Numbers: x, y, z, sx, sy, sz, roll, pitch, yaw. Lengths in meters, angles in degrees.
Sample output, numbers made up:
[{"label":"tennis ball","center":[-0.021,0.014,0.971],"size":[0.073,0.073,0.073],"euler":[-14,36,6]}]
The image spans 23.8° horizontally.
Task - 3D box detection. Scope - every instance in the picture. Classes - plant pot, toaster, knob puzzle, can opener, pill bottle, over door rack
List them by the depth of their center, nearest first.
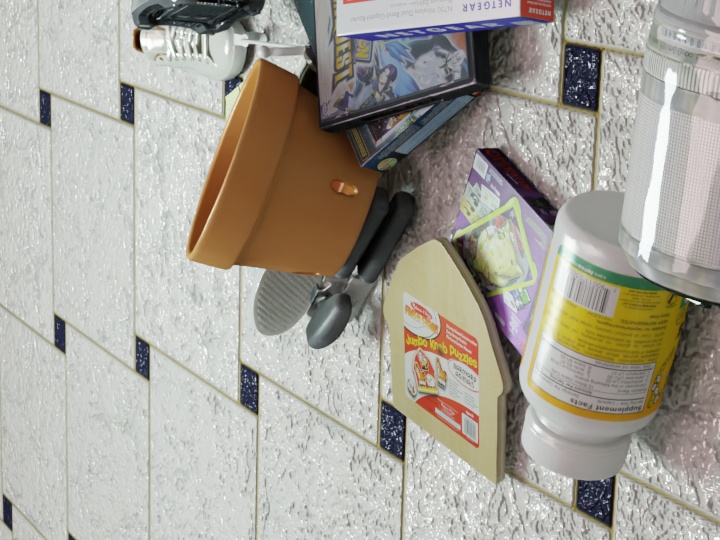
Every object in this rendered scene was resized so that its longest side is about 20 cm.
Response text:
[{"label":"pill bottle","center":[0.182,0.052,1.284],"size":[0.113,0.112,0.202],"euler":[46,133,48]},{"label":"knob puzzle","center":[0.083,0.064,1.537],"size":[0.219,0.030,0.222],"euler":[39,136,50]},{"label":"plant pot","center":[-0.067,-0.081,1.614],"size":[0.200,0.139,0.202],"euler":[-160,90,-78]},{"label":"can opener","center":[0.000,0.000,1.665],"size":[0.201,0.052,0.067],"euler":[118,152,-42]},{"label":"toaster","center":[-0.161,-0.315,1.712],"size":[0.200,0.112,0.131],"euler":[175,95,-67]},{"label":"over door rack","center":[-0.089,-0.296,1.760],"size":[0.200,0.066,0.149],"euler":[22,113,58]}]

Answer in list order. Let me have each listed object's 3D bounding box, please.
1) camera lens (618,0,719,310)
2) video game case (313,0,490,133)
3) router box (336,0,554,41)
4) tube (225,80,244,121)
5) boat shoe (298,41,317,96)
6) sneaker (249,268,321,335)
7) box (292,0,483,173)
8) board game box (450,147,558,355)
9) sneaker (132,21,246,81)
[{"label":"camera lens","center":[0.252,-0.082,1.081],"size":[0.160,0.159,0.202],"euler":[34,124,54]},{"label":"video game case","center":[0.031,-0.238,1.502],"size":[0.180,0.025,0.202],"euler":[-12,76,39]},{"label":"router box","center":[0.067,-0.289,1.416],"size":[0.199,0.049,0.182],"euler":[2,92,41]},{"label":"tube","center":[-0.120,-0.109,1.879],"size":[0.057,0.052,0.202],"euler":[-13,77,19]},{"label":"boat shoe","center":[-0.024,-0.202,1.657],"size":[0.072,0.064,0.201],"euler":[64,142,39]},{"label":"sneaker","center":[-0.080,-0.033,1.799],"size":[0.082,0.073,0.202],"euler":[-129,50,-57]},{"label":"box","center":[0.024,-0.210,1.548],"size":[0.136,0.037,0.201],"euler":[-38,60,31]},{"label":"board game box","center":[0.140,-0.001,1.438],"size":[0.200,0.032,0.121],"euler":[54,135,44]},{"label":"sneaker","center":[-0.201,-0.254,1.955],"size":[0.199,0.084,0.074],"euler":[13,105,57]}]
